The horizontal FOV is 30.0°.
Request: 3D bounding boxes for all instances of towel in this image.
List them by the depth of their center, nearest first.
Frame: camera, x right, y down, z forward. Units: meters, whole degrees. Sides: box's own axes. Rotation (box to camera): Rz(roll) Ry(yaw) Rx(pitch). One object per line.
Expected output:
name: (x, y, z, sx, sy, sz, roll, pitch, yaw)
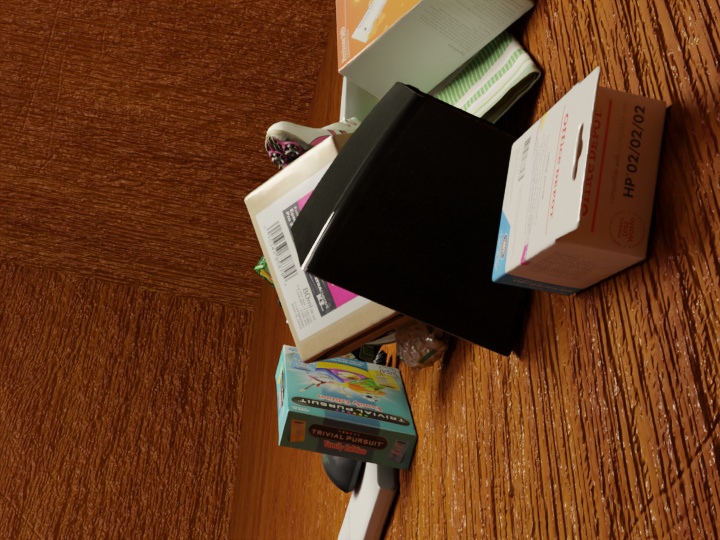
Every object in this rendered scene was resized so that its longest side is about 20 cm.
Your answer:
towel: (0.109, -0.177, 1.377, 0.153, 0.023, 0.200, -44, 18, 14)

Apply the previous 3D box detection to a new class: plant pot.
plant pot: (0.065, -0.061, 1.218, 0.200, 0.199, 0.178, -112, 45, -76)

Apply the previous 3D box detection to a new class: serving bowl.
serving bowl: (0.004, -0.169, 1.784, 0.200, 0.066, 0.201, -177, 90, -87)

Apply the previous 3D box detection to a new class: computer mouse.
computer mouse: (-0.015, 0.202, 1.727, 0.200, 0.053, 0.139, -74, 1, -55)

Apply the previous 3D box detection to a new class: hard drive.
hard drive: (0.007, 0.298, 1.644, 0.132, 0.027, 0.201, -91, 14, -58)

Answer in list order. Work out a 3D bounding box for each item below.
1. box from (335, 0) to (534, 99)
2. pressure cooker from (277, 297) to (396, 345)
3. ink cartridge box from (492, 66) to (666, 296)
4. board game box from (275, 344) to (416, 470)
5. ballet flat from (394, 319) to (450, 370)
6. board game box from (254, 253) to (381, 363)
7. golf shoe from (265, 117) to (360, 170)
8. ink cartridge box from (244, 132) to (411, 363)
box: (0.074, -0.285, 1.426, 0.200, 0.097, 0.125, -37, 41, 35)
pressure cooker: (-0.002, -0.001, 1.590, 0.176, 0.178, 0.201, 120, 161, -57)
ink cartridge box: (0.158, -0.057, 0.952, 0.200, 0.068, 0.116, 135, 146, -76)
board game box: (-0.021, 0.158, 1.590, 0.200, 0.150, 0.047, -105, 28, -71)
ballet flat: (0.077, 0.012, 1.464, 0.072, 0.071, 0.201, 115, 158, -59)
board game box: (-0.037, 0.025, 1.693, 0.023, 0.200, 0.105, -18, 35, 48)
golf shoe: (-0.032, -0.147, 1.640, 0.072, 0.200, 0.092, -20, 58, 47)
ink cartridge box: (-0.021, -0.024, 1.424, 0.165, 0.075, 0.201, -32, 74, 43)
